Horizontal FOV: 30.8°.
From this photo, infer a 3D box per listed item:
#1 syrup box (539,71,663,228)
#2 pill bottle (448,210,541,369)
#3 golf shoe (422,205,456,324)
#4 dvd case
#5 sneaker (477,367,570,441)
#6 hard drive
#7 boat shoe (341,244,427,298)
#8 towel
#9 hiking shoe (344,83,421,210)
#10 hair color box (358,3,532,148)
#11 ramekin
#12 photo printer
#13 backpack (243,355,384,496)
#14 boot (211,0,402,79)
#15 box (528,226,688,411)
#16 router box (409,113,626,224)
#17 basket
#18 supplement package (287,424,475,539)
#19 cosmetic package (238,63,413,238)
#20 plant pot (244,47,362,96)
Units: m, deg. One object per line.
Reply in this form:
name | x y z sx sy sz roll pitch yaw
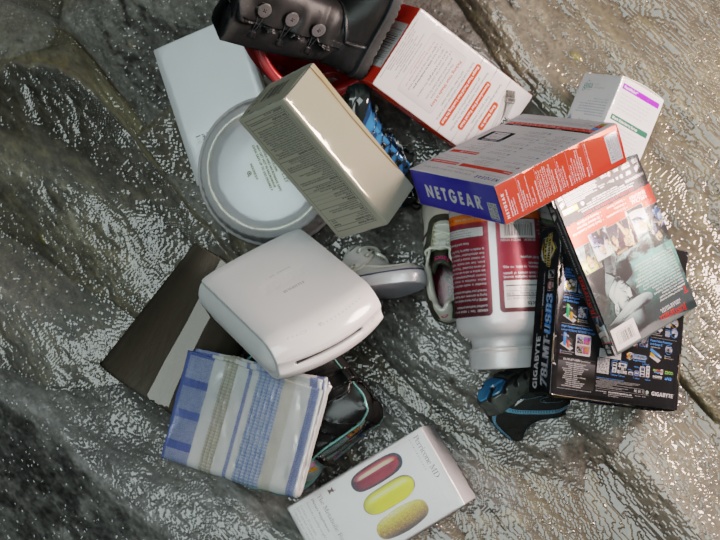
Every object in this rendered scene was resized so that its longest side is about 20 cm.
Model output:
syrup box | 0.291 -0.138 1.618 0.081 0.079 0.202 23 89 -31
pill bottle | 0.168 0.018 1.587 0.112 0.113 0.202 -4 86 12
golf shoe | 0.114 -0.033 1.661 0.076 0.088 0.202 -6 82 14
dvd case | 0.309 -0.019 1.542 0.145 0.022 0.201 -27 95 -28
sneaker | 0.244 0.134 1.634 0.199 0.073 0.082 -32 109 3
hard drive | -0.192 -0.231 1.778 0.131 0.026 0.202 -21 80 10
boat shoe | 0.000 0.000 1.669 0.199 0.071 0.071 -10 74 41
towel | -0.139 0.181 1.578 0.198 0.024 0.148 11 83 24
hiking shoe | 0.026 -0.158 1.657 0.086 0.201 0.075 -6 46 6
hair color box | 0.106 -0.230 1.635 0.199 0.064 0.111 33 92 -27
ramekin | -0.118 -0.130 1.696 0.200 0.094 0.205 0 93 2
photo printer | -0.081 0.043 1.582 0.165 0.070 0.200 -28 41 -21
backpack | -0.089 0.183 1.650 0.200 0.153 0.176 -40 72 -2
boot | -0.057 -0.324 1.527 0.198 0.066 0.166 14 110 -26
box | 0.300 0.060 1.567 0.198 0.050 0.201 9 80 -28
router box | 0.182 -0.125 1.545 0.178 0.200 0.049 -27 110 -20
basket | -0.217 0.079 1.703 0.179 0.136 0.201 30 88 23
supplement package | 0.029 0.291 1.636 0.199 0.109 0.114 -33 79 8
cosmetic package | -0.041 -0.141 1.578 0.200 0.103 0.073 49 56 -21
plant pot | -0.074 -0.338 1.655 0.201 0.200 0.182 -51 36 4
